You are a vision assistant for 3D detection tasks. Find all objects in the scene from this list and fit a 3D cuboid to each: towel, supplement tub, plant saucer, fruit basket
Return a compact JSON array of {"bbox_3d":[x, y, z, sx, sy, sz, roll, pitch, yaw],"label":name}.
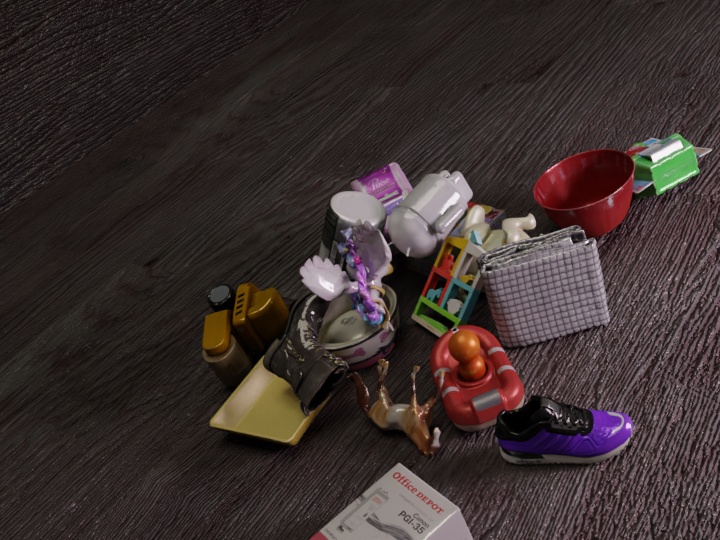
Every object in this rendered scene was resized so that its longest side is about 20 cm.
[{"bbox_3d":[0.312,0.025,1.423,0.196,0.168,0.086,-17,25,9],"label":"towel"},{"bbox_3d":[-0.022,-0.046,1.682,0.120,0.203,0.124,8,37,-6],"label":"supplement tub"},{"bbox_3d":[-0.141,0.237,1.505,0.197,0.049,0.201,2,39,37],"label":"plant saucer"},{"bbox_3d":[0.582,-0.226,1.708,0.183,0.095,0.200,-27,27,-7],"label":"fruit basket"}]

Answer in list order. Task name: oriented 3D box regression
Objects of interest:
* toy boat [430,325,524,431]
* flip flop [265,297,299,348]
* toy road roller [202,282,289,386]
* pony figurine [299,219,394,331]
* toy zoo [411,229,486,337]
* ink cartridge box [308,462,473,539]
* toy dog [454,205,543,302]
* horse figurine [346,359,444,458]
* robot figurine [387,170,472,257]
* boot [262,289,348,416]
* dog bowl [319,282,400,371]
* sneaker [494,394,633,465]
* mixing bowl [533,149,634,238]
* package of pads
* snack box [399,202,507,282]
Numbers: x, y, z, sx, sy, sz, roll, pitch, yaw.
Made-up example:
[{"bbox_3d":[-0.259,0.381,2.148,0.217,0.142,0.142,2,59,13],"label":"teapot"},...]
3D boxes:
[{"bbox_3d":[0.177,0.151,1.346,0.128,0.132,0.201,-21,30,1],"label":"toy boat"},{"bbox_3d":[-0.129,0.090,1.717,0.197,0.058,0.081,-27,31,-7],"label":"flip flop"},{"bbox_3d":[-0.221,0.114,1.641,0.143,0.124,0.202,-14,44,14],"label":"toy road roller"},{"bbox_3d":[0.000,0.000,1.510,0.165,0.194,0.201,-32,24,15],"label":"pony figurine"},{"bbox_3d":[0.174,0.021,1.539,0.131,0.020,0.203,31,99,55],"label":"toy zoo"},{"bbox_3d":[0.033,0.378,1.134,0.199,0.084,0.146,-36,33,-21],"label":"ink cartridge box"},{"bbox_3d":[0.276,-0.020,1.546,0.198,0.141,0.194,13,50,43],"label":"toy dog"},{"bbox_3d":[0.063,0.218,1.360,0.197,0.135,0.050,5,-2,39],"label":"horse figurine"},{"bbox_3d":[0.130,-0.106,1.620,0.200,0.113,0.169,-47,25,-18],"label":"robot figurine"},{"bbox_3d":[-0.075,0.141,1.470,0.173,0.069,0.202,27,83,49],"label":"boot"},{"bbox_3d":[-0.011,0.110,1.593,0.197,0.075,0.201,-17,31,11],"label":"dog bowl"},{"bbox_3d":[0.285,0.221,1.193,0.197,0.101,0.070,-12,33,19],"label":"sneaker"},{"bbox_3d":[0.448,-0.137,1.632,0.197,0.109,0.201,-20,31,13],"label":"mixing bowl"},{"bbox_3d":[0.067,-0.130,1.770,0.119,0.076,0.202,-24,49,-1],"label":"package of pads"},{"bbox_3d":[0.198,-0.064,1.745,0.199,0.054,0.141,-39,32,-23],"label":"snack box"}]
